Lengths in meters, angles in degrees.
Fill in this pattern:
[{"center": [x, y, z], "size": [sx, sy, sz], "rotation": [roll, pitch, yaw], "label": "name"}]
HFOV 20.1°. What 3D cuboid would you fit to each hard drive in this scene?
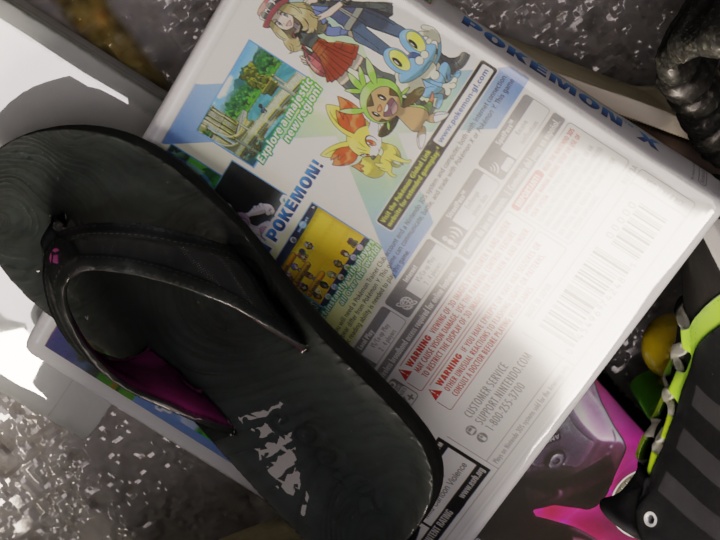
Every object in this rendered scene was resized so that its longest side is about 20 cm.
[{"center": [-0.153, -0.040, 0.759], "size": [0.199, 0.026, 0.132], "rotation": [32, 103, -16], "label": "hard drive"}]

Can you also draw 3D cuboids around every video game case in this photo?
[{"center": [0.000, 0.000, 0.724], "size": [0.181, 0.022, 0.201], "rotation": [32, 117, -4], "label": "video game case"}]

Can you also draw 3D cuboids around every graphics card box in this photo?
[{"center": [0.080, 0.113, 0.823], "size": [0.125, 0.051, 0.200], "rotation": [-40, 107, 8], "label": "graphics card box"}]

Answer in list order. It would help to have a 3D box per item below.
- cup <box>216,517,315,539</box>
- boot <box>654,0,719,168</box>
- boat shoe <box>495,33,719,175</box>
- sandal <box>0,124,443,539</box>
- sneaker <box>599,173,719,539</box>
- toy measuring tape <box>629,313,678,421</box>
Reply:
[{"center": [-0.025, 0.172, 0.725], "size": [0.198, 0.144, 0.202], "rotation": [10, 127, 14], "label": "cup"}, {"center": [0.132, -0.136, 0.697], "size": [0.211, 0.079, 0.158], "rotation": [38, 75, -17], "label": "boot"}, {"center": [0.077, -0.048, 0.759], "size": [0.198, 0.072, 0.060], "rotation": [15, 104, -17], "label": "boat shoe"}, {"center": [-0.056, 0.021, 0.692], "size": [0.200, 0.048, 0.076], "rotation": [39, 110, 10], "label": "sandal"}, {"center": [0.123, 0.069, 0.728], "size": [0.082, 0.072, 0.202], "rotation": [-11, 93, 12], "label": "sneaker"}, {"center": [0.183, 0.082, 0.817], "size": [0.073, 0.074, 0.200], "rotation": [-40, 113, 8], "label": "toy measuring tape"}]
